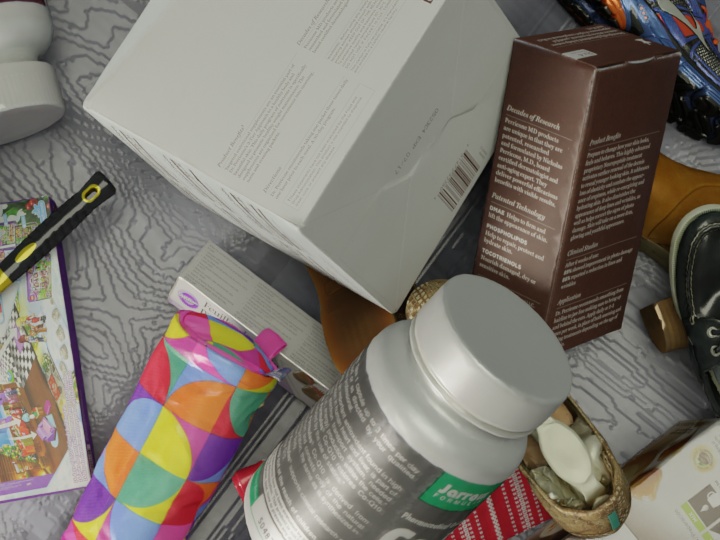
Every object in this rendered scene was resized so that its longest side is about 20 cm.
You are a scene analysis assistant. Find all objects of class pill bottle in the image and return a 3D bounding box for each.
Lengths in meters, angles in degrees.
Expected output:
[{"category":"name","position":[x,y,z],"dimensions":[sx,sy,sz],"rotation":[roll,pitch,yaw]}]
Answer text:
[{"category":"pill bottle","position":[-0.272,-0.191,1.112],"dimensions":[0.109,0.110,0.202],"rotation":[-17,84,-5]},{"category":"pill bottle","position":[0.027,0.102,0.970],"dimensions":[0.113,0.113,0.200],"rotation":[42,120,2]}]

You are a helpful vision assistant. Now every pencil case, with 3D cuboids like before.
[{"category":"pencil case","position":[-0.123,0.124,1.077],"dimensions":[0.088,0.088,0.201],"rotation":[31,100,1]}]

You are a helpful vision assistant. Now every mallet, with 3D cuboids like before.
[{"category":"mallet","position":[-0.236,0.015,1.088],"dimensions":[0.199,0.041,0.066],"rotation":[-36,84,-8]}]

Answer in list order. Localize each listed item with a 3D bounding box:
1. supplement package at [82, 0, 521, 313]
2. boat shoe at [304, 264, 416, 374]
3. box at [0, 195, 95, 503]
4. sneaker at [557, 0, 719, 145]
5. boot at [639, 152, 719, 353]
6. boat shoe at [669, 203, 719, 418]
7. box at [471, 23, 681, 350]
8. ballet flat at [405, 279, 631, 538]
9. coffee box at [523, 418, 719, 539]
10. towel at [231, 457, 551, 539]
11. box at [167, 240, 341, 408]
[{"category":"supplement package","position":[-0.029,-0.115,1.059],"dimensions":[0.199,0.147,0.192],"rotation":[29,82,33]},{"category":"boat shoe","position":[0.000,0.000,1.122],"dimensions":[0.070,0.070,0.202],"rotation":[-19,61,20]},{"category":"box","position":[-0.262,0.059,1.119],"dimensions":[0.135,0.039,0.202],"rotation":[-9,84,-3]},{"category":"sneaker","position":[0.223,-0.170,1.157],"dimensions":[0.078,0.075,0.200],"rotation":[-42,89,-10]},{"category":"boot","position":[0.245,-0.052,1.152],"dimensions":[0.143,0.071,0.203],"rotation":[-20,90,-10]},{"category":"boat shoe","position":[0.257,0.054,1.095],"dimensions":[0.074,0.066,0.201],"rotation":[-14,113,-1]},{"category":"box","position":[0.137,-0.053,1.075],"dimensions":[0.075,0.100,0.202],"rotation":[28,119,35]},{"category":"ballet flat","position":[0.101,0.079,1.027],"dimensions":[0.070,0.065,0.200],"rotation":[-41,78,-6]},{"category":"coffee box","position":[0.173,0.189,1.092],"dimensions":[0.199,0.114,0.080],"rotation":[-36,86,-7]},{"category":"towel","position":[0.024,0.151,1.099],"dimensions":[0.199,0.023,0.146],"rotation":[-24,121,-5]},{"category":"box","position":[-0.040,0.059,1.127],"dimensions":[0.199,0.039,0.042],"rotation":[36,57,1]}]
